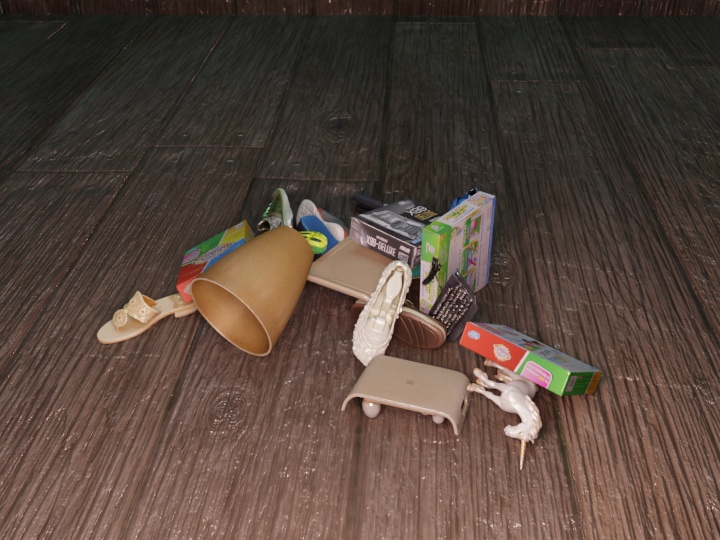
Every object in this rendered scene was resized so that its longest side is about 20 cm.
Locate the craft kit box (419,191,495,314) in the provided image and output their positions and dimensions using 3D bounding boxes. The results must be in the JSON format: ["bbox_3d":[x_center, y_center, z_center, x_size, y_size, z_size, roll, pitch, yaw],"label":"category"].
[{"bbox_3d":[0.187,-0.024,1.598,0.048,0.203,0.197,21,37,31],"label":"craft kit box"}]

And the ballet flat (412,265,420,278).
[{"bbox_3d":[0.138,-0.020,1.732,0.196,0.071,0.070,1,32,0],"label":"ballet flat"}]

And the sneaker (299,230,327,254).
[{"bbox_3d":[-0.142,-0.030,1.688,0.197,0.085,0.074,-12,10,35],"label":"sneaker"}]

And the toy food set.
[{"bbox_3d":[0.081,0.212,1.379,0.196,0.062,0.144,11,23,15],"label":"toy food set"}]

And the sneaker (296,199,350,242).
[{"bbox_3d":[-0.074,-0.091,1.850,0.081,0.078,0.200,10,23,-40],"label":"sneaker"}]

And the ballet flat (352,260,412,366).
[{"bbox_3d":[0.038,0.071,1.473,0.071,0.072,0.203,16,78,25],"label":"ballet flat"}]

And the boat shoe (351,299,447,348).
[{"bbox_3d":[0.081,0.081,1.550,0.200,0.076,0.075,19,41,29],"label":"boat shoe"}]

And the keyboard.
[{"bbox_3d":[0.148,0.049,1.464,0.020,0.201,0.128,-26,72,-19],"label":"keyboard"}]

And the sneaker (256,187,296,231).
[{"bbox_3d":[-0.198,-0.124,1.888,0.087,0.078,0.201,-15,32,-7],"label":"sneaker"}]

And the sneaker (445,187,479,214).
[{"bbox_3d":[0.214,-0.125,1.869,0.065,0.080,0.200,20,40,27],"label":"sneaker"}]

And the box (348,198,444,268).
[{"bbox_3d":[0.096,-0.079,1.667,0.156,0.051,0.199,27,30,29],"label":"box"}]

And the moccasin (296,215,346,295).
[{"bbox_3d":[-0.069,-0.025,1.720,0.079,0.069,0.202,-7,54,-34],"label":"moccasin"}]

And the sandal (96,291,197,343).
[{"bbox_3d":[-0.412,0.066,1.593,0.209,0.071,0.077,-20,37,-27],"label":"sandal"}]

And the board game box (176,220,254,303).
[{"bbox_3d":[-0.288,-0.022,1.666,0.151,0.041,0.200,-28,21,3],"label":"board game box"}]

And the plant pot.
[{"bbox_3d":[-0.178,0.016,1.507,0.184,0.188,0.201,20,56,30],"label":"plant pot"}]

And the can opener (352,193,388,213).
[{"bbox_3d":[0.043,-0.132,1.895,0.078,0.064,0.200,-20,38,-27],"label":"can opener"}]

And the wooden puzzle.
[{"bbox_3d":[0.000,0.000,1.618,0.183,0.038,0.199,18,34,31],"label":"wooden puzzle"}]

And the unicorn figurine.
[{"bbox_3d":[0.244,0.207,1.350,0.136,0.075,0.200,26,34,19],"label":"unicorn figurine"}]

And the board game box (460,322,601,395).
[{"bbox_3d":[0.288,0.147,1.399,0.198,0.041,0.152,26,9,35],"label":"board game box"}]
